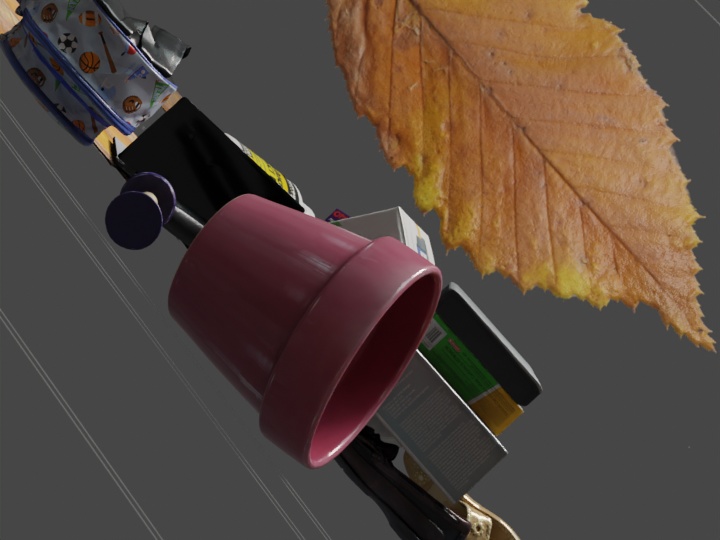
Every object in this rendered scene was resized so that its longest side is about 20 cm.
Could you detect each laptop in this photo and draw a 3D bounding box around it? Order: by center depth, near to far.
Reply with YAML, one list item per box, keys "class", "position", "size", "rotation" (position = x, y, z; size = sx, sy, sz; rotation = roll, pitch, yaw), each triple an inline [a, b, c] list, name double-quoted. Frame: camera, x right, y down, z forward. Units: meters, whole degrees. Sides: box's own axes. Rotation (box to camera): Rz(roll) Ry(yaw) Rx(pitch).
- class: "laptop"
  position: [-0.180, -0.111, 1.786]
  size: [0.187, 0.116, 0.200]
  rotation: [43, 4, -18]

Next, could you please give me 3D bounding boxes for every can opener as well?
- class: "can opener"
  position: [-0.168, -0.036, 1.722]
  size: [0.199, 0.079, 0.063]
  rotation: [33, 2, -29]

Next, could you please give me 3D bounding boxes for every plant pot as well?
- class: "plant pot"
  position: [-0.056, 0.036, 1.309]
  size: [0.178, 0.201, 0.200]
  rotation: [33, -2, 16]

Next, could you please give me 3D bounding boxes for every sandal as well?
- class: "sandal"
  position: [0.109, 0.294, 1.777]
  size: [0.212, 0.078, 0.069]
  rotation: [52, 36, 11]

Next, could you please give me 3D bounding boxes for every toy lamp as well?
- class: "toy lamp"
  position: [-0.203, -0.060, 1.445]
  size: [0.058, 0.058, 0.200]
  rotation: [49, 2, -8]

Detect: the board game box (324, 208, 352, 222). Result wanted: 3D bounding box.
- class: "board game box"
  position: [0.014, 0.019, 1.936]
  size: [0.120, 0.032, 0.201]
  rotation: [38, -26, 26]

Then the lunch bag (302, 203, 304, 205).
- class: "lunch bag"
  position: [-0.113, -0.044, 2.188]
  size: [0.200, 0.118, 0.164]
  rotation: [44, 1, 16]

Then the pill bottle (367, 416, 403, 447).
- class: "pill bottle"
  position: [0.039, 0.157, 1.863]
  size: [0.111, 0.111, 0.200]
  rotation: [49, 2, 6]

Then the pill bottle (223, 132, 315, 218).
- class: "pill bottle"
  position: [-0.146, -0.088, 2.007]
  size: [0.200, 0.113, 0.113]
  rotation: [35, 12, -49]

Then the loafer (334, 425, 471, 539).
- class: "loafer"
  position: [0.030, 0.203, 1.545]
  size: [0.200, 0.063, 0.072]
  rotation: [50, 4, 4]

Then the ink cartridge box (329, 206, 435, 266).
- class: "ink cartridge box"
  position: [0.000, 0.000, 1.717]
  size: [0.200, 0.143, 0.089]
  rotation: [36, 44, -74]

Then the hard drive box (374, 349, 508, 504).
- class: "hard drive box"
  position: [0.053, 0.131, 1.565]
  size: [0.200, 0.077, 0.156]
  rotation: [49, -2, 5]

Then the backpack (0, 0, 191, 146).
- class: "backpack"
  position: [-0.273, -0.221, 1.570]
  size: [0.200, 0.154, 0.190]
  rotation: [41, -3, -24]

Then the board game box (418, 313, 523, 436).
- class: "board game box"
  position: [0.101, 0.110, 1.710]
  size: [0.153, 0.040, 0.200]
  rotation: [48, -5, 1]

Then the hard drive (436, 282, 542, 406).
- class: "hard drive"
  position: [0.134, 0.076, 1.659]
  size: [0.140, 0.033, 0.200]
  rotation: [48, 3, 1]
